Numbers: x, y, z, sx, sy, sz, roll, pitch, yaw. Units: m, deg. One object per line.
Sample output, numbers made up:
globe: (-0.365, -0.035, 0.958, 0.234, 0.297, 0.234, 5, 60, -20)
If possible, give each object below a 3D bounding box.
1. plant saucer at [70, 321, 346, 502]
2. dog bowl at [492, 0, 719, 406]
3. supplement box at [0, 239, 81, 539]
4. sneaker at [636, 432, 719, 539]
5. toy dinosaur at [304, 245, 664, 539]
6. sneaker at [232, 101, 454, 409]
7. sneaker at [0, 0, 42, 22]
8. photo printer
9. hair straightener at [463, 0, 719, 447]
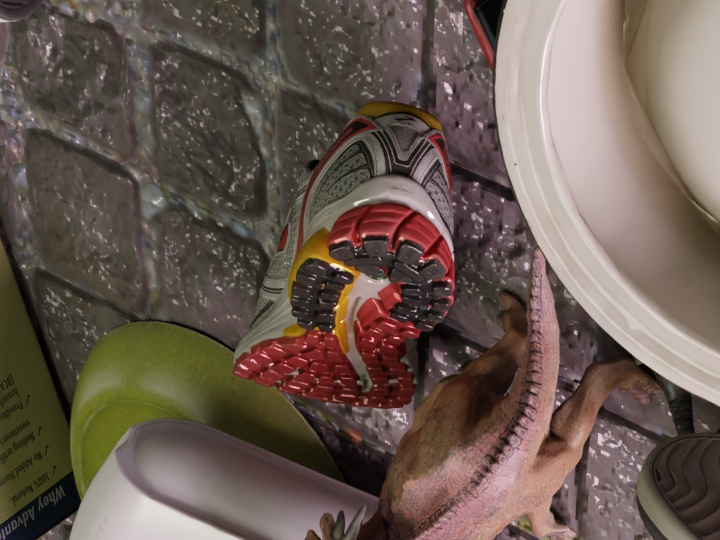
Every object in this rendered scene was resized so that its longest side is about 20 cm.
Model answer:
plant saucer: (-0.080, 0.121, 1.057, 0.199, 0.031, 0.202, 25, 131, 31)
dog bowl: (0.144, -0.054, 0.659, 0.199, 0.074, 0.202, 17, 124, 26)
supplement box: (-0.274, 0.073, 1.082, 0.133, 0.200, 0.201, 4, 119, 42)
sneaker: (0.175, 0.149, 0.782, 0.199, 0.075, 0.107, 34, 137, 15)
toy dinosaur: (0.037, 0.086, 0.834, 0.086, 0.135, 0.201, 42, 138, 13)
sneaker: (0.000, 0.000, 0.870, 0.077, 0.083, 0.200, 14, 154, -11)
sneaker: (-0.223, -0.199, 0.940, 0.120, 0.084, 0.202, -4, 115, 35)
photo printer: (-0.043, 0.163, 0.975, 0.198, 0.070, 0.167, 22, 128, 9)
hair straightener: (0.104, -0.022, 0.766, 0.077, 0.041, 0.202, -3, 115, 46)
